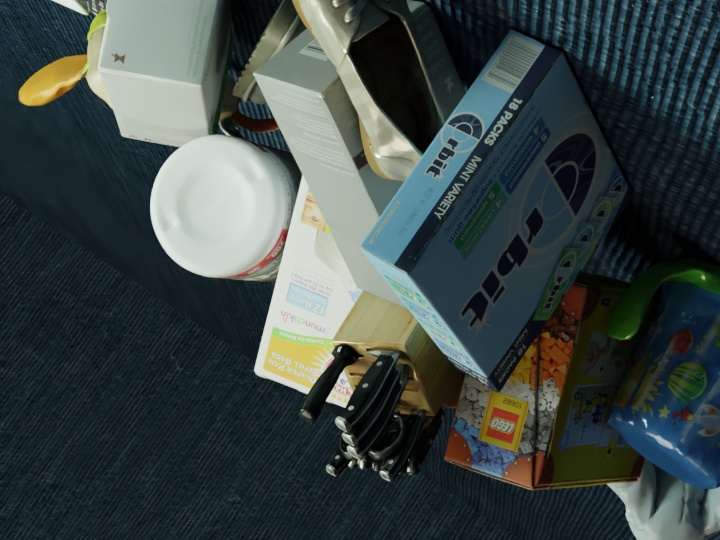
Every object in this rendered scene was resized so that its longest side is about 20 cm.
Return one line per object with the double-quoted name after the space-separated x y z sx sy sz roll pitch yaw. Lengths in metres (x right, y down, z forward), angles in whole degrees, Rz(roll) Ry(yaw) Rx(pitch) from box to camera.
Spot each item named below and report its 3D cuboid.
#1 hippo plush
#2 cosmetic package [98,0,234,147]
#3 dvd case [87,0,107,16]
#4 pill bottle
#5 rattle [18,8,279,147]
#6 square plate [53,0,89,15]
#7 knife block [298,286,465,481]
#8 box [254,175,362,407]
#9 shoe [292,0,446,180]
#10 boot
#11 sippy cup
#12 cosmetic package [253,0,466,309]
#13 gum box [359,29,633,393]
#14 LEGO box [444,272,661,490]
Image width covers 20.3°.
0.285 0.169 1.800 0.161 0.159 0.201 -93 -15 -68 "hippo plush"
-0.150 -0.172 1.580 0.085 0.108 0.200 10 170 -1 "cosmetic package"
-0.301 -0.299 1.780 0.200 0.022 0.146 33 170 3 "dvd case"
-0.088 -0.048 1.676 0.114 0.114 0.200 32 -173 15 "pill bottle"
-0.177 -0.135 1.768 0.200 0.143 0.130 25 -149 -35 "rattle"
-0.337 -0.309 1.711 0.198 0.028 0.200 29 168 36 "square plate"
0.025 0.046 1.415 0.064 0.201 0.175 3 177 31 "knife block"
0.000 0.000 1.604 0.112 0.201 0.101 22 -149 9 "box"
0.012 -0.141 1.250 0.053 0.070 0.200 25 145 53 "shoe"
0.007 -0.119 1.516 0.200 0.073 0.182 29 170 -7 "boot"
0.250 0.082 1.452 0.178 0.131 0.140 34 170 4 "sippy cup"
0.021 -0.079 1.371 0.090 0.107 0.200 21 148 50 "cosmetic package"
0.094 -0.033 1.306 0.044 0.170 0.200 29 169 31 "gum box"
0.155 0.078 1.486 0.077 0.149 0.200 17 -176 29 "LEGO box"
